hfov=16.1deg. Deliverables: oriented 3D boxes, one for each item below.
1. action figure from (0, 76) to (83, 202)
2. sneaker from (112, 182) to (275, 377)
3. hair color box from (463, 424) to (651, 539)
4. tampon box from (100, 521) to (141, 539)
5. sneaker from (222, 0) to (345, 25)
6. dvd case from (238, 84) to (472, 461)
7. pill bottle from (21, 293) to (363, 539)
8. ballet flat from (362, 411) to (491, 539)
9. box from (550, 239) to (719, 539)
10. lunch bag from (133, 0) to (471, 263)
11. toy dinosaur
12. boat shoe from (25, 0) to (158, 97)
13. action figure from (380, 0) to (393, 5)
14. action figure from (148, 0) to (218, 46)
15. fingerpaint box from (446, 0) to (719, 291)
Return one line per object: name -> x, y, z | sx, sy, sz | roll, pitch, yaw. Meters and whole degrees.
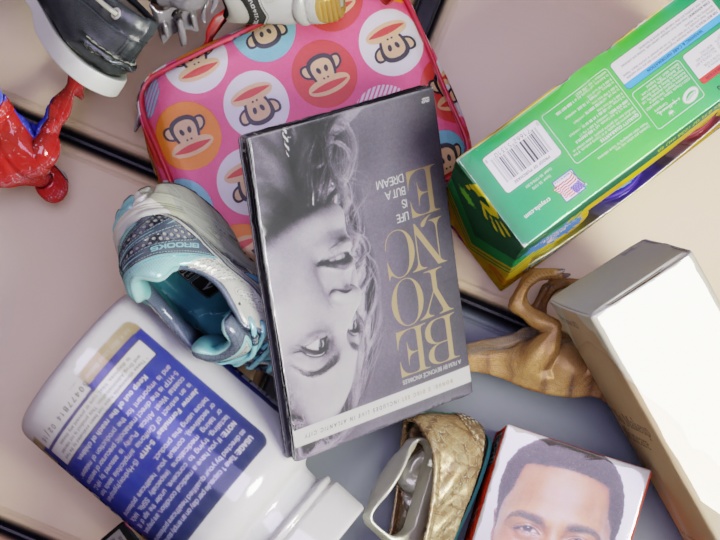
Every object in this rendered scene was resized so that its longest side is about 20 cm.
action figure -> -0.241, -0.131, 1.613 | 0.065, 0.200, 0.099 | -17, 37, 26
sneaker -> -0.073, 0.035, 1.563 | 0.199, 0.087, 0.078 | 33, 120, -22
hair color box -> 0.107, 0.209, 1.614 | 0.101, 0.061, 0.201 | 17, 81, 0
tampon box -> -0.114, 0.278, 1.521 | 0.126, 0.150, 0.200 | -41, 107, -6
sneaker -> -0.062, -0.239, 1.629 | 0.087, 0.076, 0.201 | -8, 50, 2
dvd case -> 0.000, 0.000, 1.559 | 0.148, 0.016, 0.202 | -18, 107, -37
pill bottle -> -0.101, 0.118, 1.587 | 0.200, 0.120, 0.120 | 40, 82, 3
ballet flat -> 0.025, 0.182, 1.608 | 0.065, 0.070, 0.201 | 22, 72, -22
box -> 0.208, 0.086, 1.593 | 0.077, 0.095, 0.201 | -32, 100, -8
lunch bag -> -0.043, -0.101, 1.639 | 0.199, 0.082, 0.177 | -23, 83, -5
toy dinosaur -> 0.110, 0.053, 1.636 | 0.198, 0.060, 0.107 | 8, 83, -1
boat shoe -> -0.191, -0.193, 1.619 | 0.060, 0.075, 0.200 | -50, 60, 17
action figure -> 0.084, -0.253, 1.637 | 0.199, 0.099, 0.065 | -31, 65, -34
action figure -> -0.137, -0.228, 1.611 | 0.069, 0.131, 0.200 | -18, 52, -22
fingerpaint box -> 0.153, -0.083, 1.603 | 0.199, 0.167, 0.074 | -36, 84, -8
